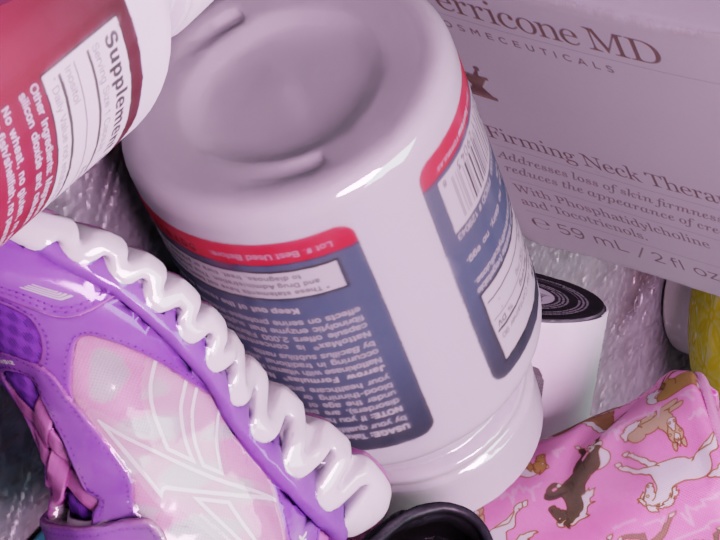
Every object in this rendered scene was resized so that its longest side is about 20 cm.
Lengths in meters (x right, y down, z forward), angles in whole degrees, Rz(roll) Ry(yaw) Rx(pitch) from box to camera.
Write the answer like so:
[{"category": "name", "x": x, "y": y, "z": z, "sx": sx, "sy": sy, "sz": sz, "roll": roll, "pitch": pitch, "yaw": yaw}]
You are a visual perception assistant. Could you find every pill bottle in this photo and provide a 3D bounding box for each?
[{"category": "pill bottle", "x": 0.000, "y": 0.000, "z": 0.952, "sx": 0.120, "sy": 0.119, "sz": 0.200, "roll": -54, "pitch": 144, "yaw": -27}, {"category": "pill bottle", "x": -0.127, "y": -0.058, "z": 0.738, "sx": 0.200, "sy": 0.113, "sz": 0.113, "roll": -46, "pitch": 139, "yaw": -36}]

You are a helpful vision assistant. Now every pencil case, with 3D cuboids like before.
[{"category": "pencil case", "x": 0.058, "y": 0.110, "z": 1.029, "sx": 0.087, "sy": 0.200, "sz": 0.083, "roll": -66, "pitch": 132, "yaw": -80}]

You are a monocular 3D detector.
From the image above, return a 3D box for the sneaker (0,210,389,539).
[{"category": "sneaker", "x": -0.076, "y": 0.055, "z": 0.853, "sx": 0.200, "sy": 0.080, "sz": 0.089, "roll": 44, "pitch": 69, "yaw": -34}]

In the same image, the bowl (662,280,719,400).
[{"category": "bowl", "x": 0.214, "y": 0.016, "z": 1.294, "sx": 0.200, "sy": 0.108, "sz": 0.200, "roll": -31, "pitch": 130, "yaw": -46}]

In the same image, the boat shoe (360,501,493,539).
[{"category": "boat shoe", "x": -0.002, "y": 0.149, "z": 0.900, "sx": 0.062, "sy": 0.075, "sz": 0.200, "roll": -62, "pitch": 176, "yaw": 39}]

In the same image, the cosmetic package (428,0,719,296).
[{"category": "cosmetic package", "x": 0.141, "y": -0.111, "z": 1.066, "sx": 0.166, "sy": 0.167, "sz": 0.200, "roll": -58, "pitch": 144, "yaw": -21}]

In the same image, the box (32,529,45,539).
[{"category": "box", "x": -0.102, "y": 0.143, "z": 0.932, "sx": 0.200, "sy": 0.049, "sz": 0.082, "roll": -48, "pitch": 140, "yaw": -34}]

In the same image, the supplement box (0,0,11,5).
[{"category": "supplement box", "x": -0.150, "y": -0.151, "z": 0.605, "sx": 0.110, "sy": 0.086, "sz": 0.200, "roll": -12, "pitch": 86, "yaw": -53}]

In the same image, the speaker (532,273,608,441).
[{"category": "speaker", "x": 0.049, "y": 0.104, "z": 1.115, "sx": 0.081, "sy": 0.081, "sz": 0.200, "roll": -12, "pitch": 115, "yaw": -54}]
